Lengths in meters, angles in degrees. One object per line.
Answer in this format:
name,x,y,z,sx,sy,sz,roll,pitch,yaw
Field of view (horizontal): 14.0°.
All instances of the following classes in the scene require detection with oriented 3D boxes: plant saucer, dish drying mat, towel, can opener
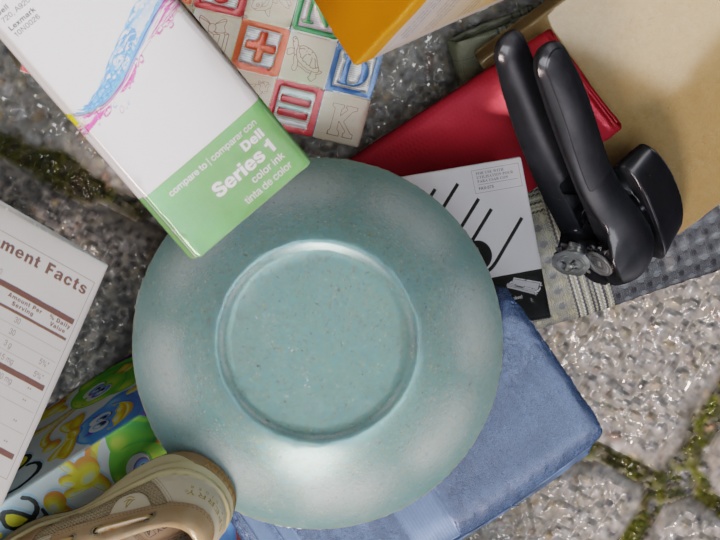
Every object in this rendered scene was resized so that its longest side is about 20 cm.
plant saucer,-0.023,0.038,1.562,0.201,0.039,0.201,0,88,0
dish drying mat,0.048,-0.058,1.696,0.200,0.018,0.077,-33,113,17
towel,0.024,0.101,1.602,0.200,0.049,0.112,-32,89,-1
towel,0.163,-0.083,1.747,0.192,0.035,0.200,-19,111,-5
can opener,0.119,-0.063,1.649,0.200,0.063,0.079,55,53,-42

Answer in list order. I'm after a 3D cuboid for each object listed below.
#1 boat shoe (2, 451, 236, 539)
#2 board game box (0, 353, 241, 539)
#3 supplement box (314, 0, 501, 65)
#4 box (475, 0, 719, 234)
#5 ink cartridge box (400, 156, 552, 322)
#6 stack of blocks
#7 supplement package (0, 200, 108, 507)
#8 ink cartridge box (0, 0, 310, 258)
boat shoe,-0.153,0.168,1.574,0.200,0.065,0.071,-38,107,28
board game box,-0.143,0.129,1.686,0.200,0.105,0.103,-33,109,-4
supplement box,0.078,-0.200,1.596,0.200,0.126,0.074,-26,80,-31
box,0.193,-0.122,1.697,0.200,0.021,0.164,-36,110,9
ink cartridge box,0.000,0.000,1.632,0.200,0.044,0.094,-11,88,-17
stack of blocks,-0.086,-0.150,1.647,0.200,0.059,0.115,11,102,-16
supplement package,-0.246,0.057,1.593,0.117,0.117,0.200,31,75,-32
ink cartridge box,-0.130,-0.119,1.536,0.084,0.145,0.200,-40,110,0
